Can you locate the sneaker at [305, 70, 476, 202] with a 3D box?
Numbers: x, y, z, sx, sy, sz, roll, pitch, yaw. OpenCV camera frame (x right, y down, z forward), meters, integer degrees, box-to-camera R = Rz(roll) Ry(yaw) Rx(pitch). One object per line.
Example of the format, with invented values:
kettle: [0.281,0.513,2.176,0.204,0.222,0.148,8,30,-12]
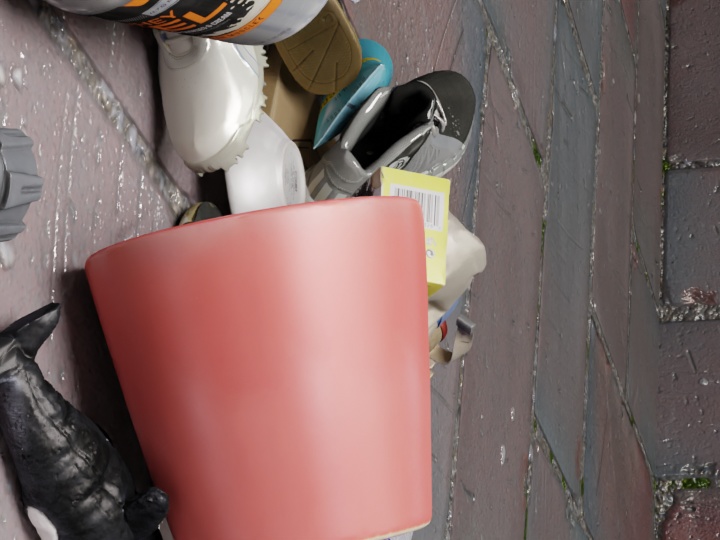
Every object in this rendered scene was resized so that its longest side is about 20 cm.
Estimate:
sneaker: [0.041,-0.108,1.271,0.200,0.075,0.116,-44,175,-38]

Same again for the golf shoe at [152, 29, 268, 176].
golf shoe: [-0.111,-0.160,1.071,0.097,0.078,0.202,19,62,-53]

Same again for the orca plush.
orca plush: [-0.131,0.107,0.923,0.105,0.070,0.202,-62,145,-59]

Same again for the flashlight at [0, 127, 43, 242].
flashlight: [-0.200,-0.039,0.740,0.200,0.067,0.069,-15,99,-71]

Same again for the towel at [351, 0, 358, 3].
towel: [-0.055,-0.276,1.140,0.144,0.024,0.201,32,32,-37]

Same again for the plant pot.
plant pot: [-0.043,0.065,0.969,0.200,0.198,0.179,5,73,-72]

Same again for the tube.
tube: [-0.003,-0.139,1.330,0.078,0.050,0.200,-55,-174,13]

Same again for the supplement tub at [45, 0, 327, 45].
supplement tub: [-0.107,-0.191,0.929,0.199,0.122,0.124,2,85,-55]

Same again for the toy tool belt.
toy tool belt: [0.019,0.033,1.369,0.123,0.124,0.201,-45,158,-26]

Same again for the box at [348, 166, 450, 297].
box: [0.000,0.000,1.152,0.200,0.050,0.076,136,-41,-64]

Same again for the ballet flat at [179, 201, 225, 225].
ballet flat: [-0.104,0.049,1.087,0.066,0.056,0.202,27,53,-44]

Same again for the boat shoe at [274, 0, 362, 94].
boat shoe: [-0.061,-0.220,1.231,0.065,0.073,0.201,-118,-174,-64]

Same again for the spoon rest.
spoon rest: [-0.071,-0.104,1.172,0.099,0.060,0.202,35,55,-70]

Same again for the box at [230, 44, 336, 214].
box: [-0.051,-0.042,1.289,0.164,0.021,0.202,66,27,-50]

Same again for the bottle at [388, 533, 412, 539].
bottle: [0.012,0.186,1.379,0.201,0.065,0.084,-72,158,-49]
